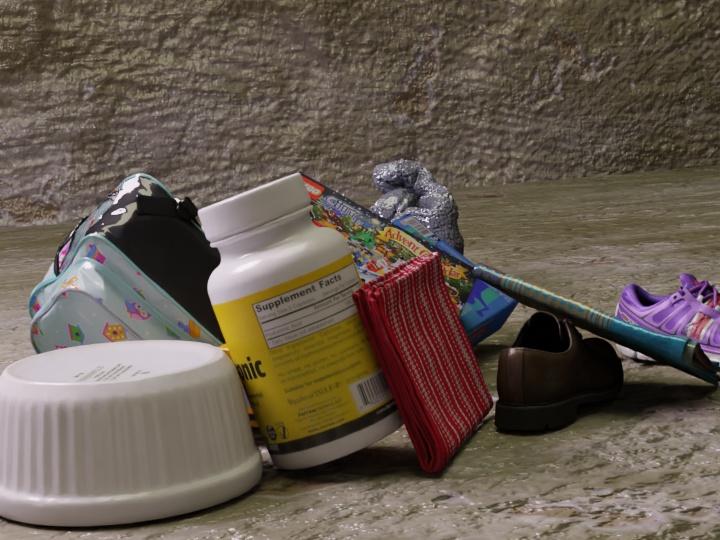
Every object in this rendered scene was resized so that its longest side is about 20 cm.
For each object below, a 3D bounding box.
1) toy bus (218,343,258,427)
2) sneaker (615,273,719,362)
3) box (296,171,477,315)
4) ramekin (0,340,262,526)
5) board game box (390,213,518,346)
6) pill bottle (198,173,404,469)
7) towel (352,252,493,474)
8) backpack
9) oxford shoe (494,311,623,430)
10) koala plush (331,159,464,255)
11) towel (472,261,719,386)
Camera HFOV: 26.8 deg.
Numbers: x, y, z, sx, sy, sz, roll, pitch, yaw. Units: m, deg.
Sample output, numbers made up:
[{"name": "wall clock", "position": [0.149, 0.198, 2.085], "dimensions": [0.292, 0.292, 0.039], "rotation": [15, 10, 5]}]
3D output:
[{"name": "toy bus", "position": [-0.057, 0.086, 1.276], "dimensions": [0.065, 0.079, 0.200], "rotation": [0, 8, 22]}, {"name": "sneaker", "position": [0.325, 0.045, 1.402], "dimensions": [0.199, 0.084, 0.081], "rotation": [3, 10, 33]}, {"name": "box", "position": [0.000, 0.000, 1.387], "dimensions": [0.200, 0.038, 0.137], "rotation": [29, 37, 2]}, {"name": "ramekin", "position": [-0.172, 0.110, 1.084], "dimensions": [0.201, 0.095, 0.202], "rotation": [-3, 8, 0]}, {"name": "board game box", "position": [0.053, 0.022, 1.493], "dimensions": [0.152, 0.045, 0.200], "rotation": [39, 27, 15]}, {"name": "pill bottle", "position": [-0.047, 0.035, 1.116], "dimensions": [0.111, 0.201, 0.111], "rotation": [-20, 4, 2]}, {"name": "towel", "position": [0.055, 0.064, 1.157], "dimensions": [0.022, 0.145, 0.200], "rotation": [-21, 2, 19]}, {"name": "backpack", "position": [-0.196, 0.038, 1.315], "dimensions": [0.154, 0.176, 0.200], "rotation": [-57, 15, -29]}, {"name": "oxford shoe", "position": [0.171, 0.073, 1.261], "dimensions": [0.072, 0.085, 0.200], "rotation": [-2, 6, 26]}, {"name": "koala plush", "position": [0.007, -0.035, 1.853], "dimensions": [0.199, 0.178, 0.184], "rotation": [-2, 17, -22]}, {"name": "towel", "position": [0.205, 0.043, 1.289], "dimensions": [0.199, 0.022, 0.147], "rotation": [23, -2, 25]}]
